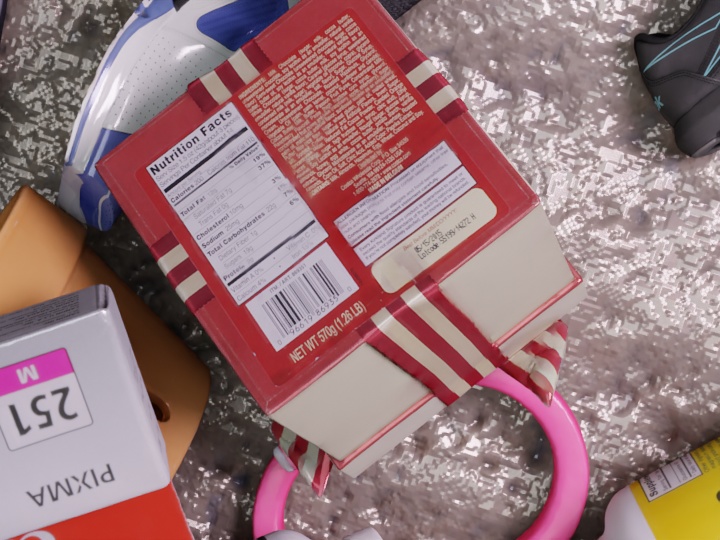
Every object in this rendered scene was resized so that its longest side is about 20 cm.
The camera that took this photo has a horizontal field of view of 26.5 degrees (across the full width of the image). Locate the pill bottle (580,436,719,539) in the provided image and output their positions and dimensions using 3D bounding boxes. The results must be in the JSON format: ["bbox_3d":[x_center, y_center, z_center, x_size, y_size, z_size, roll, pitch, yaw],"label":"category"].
[{"bbox_3d":[0.203,0.146,0.810,0.199,0.112,0.113,-30,91,6],"label":"pill bottle"}]

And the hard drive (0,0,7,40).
[{"bbox_3d":[-0.302,-0.130,0.873,0.199,0.042,0.136,11,95,4],"label":"hard drive"}]

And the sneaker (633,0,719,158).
[{"bbox_3d":[0.228,-0.144,0.794,0.200,0.075,0.079,-39,74,25],"label":"sneaker"}]

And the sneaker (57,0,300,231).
[{"bbox_3d":[-0.072,-0.103,0.817,0.115,0.081,0.200,29,69,-4],"label":"sneaker"}]

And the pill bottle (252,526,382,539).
[{"bbox_3d":[-0.071,0.208,0.794,0.199,0.112,0.113,-21,92,-12],"label":"pill bottle"}]

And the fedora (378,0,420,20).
[{"bbox_3d":[-0.014,-0.194,0.781,0.092,0.201,0.201,-44,89,17],"label":"fedora"}]

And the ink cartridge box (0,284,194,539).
[{"bbox_3d":[-0.183,0.118,0.699,0.199,0.044,0.174,-18,110,-5],"label":"ink cartridge box"}]

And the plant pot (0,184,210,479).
[{"bbox_3d":[-0.174,0.076,0.811,0.140,0.200,0.200,33,96,-15],"label":"plant pot"}]

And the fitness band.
[{"bbox_3d":[0.033,0.129,0.862,0.200,0.037,0.144,-32,90,7],"label":"fitness band"}]

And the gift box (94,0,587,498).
[{"bbox_3d":[0.000,0.000,0.773,0.184,0.187,0.200,-33,70,4],"label":"gift box"}]
